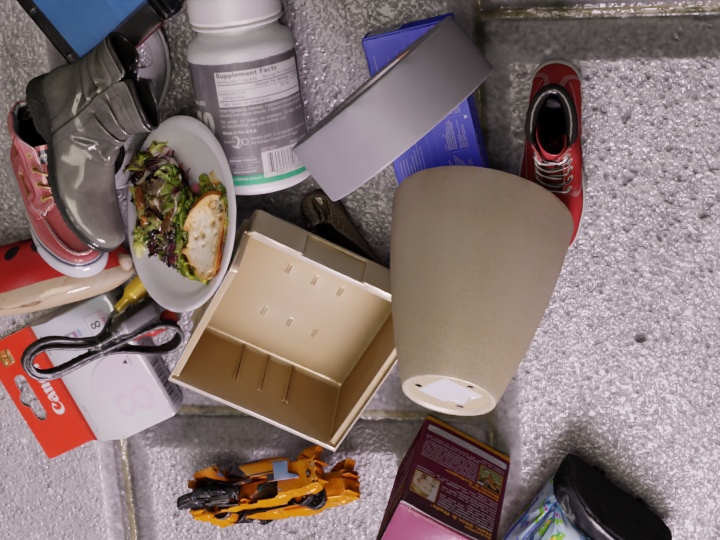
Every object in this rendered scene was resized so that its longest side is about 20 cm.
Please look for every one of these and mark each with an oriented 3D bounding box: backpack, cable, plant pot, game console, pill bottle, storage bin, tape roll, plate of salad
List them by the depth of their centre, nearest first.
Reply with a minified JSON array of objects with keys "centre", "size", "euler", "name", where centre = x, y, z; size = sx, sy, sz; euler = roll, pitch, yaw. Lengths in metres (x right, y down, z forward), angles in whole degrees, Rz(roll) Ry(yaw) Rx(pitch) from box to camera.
[{"centre":[0.029,-0.154,1.454],"size":[0.200,0.200,0.066],"euler":[-38,98,21],"name":"tape roll"},{"centre":[0.103,0.031,1.501],"size":[0.185,0.202,0.188],"euler":[11,154,5],"name":"plant pot"},{"centre":[-0.277,-0.321,1.527],"size":[0.200,0.118,0.172],"euler":[49,155,2],"name":"game console"},{"centre":[-0.116,-0.188,1.566],"size":[0.112,0.113,0.202],"euler":[-3,108,13],"name":"pill bottle"},{"centre":[-0.194,-0.058,1.566],"size":[0.199,0.048,0.203],"euler":[3,94,49],"name":"plate of salad"},{"centre":[-0.069,0.063,1.610],"size":[0.198,0.094,0.199],"euler":[24,131,-10],"name":"storage bin"},{"centre":[0.220,0.331,1.682],"size":[0.163,0.154,0.200],"euler":[39,125,-11],"name":"backpack"},{"centre":[-0.275,0.072,1.686],"size":[0.199,0.050,0.098],"euler":[-30,119,-10],"name":"cable"}]

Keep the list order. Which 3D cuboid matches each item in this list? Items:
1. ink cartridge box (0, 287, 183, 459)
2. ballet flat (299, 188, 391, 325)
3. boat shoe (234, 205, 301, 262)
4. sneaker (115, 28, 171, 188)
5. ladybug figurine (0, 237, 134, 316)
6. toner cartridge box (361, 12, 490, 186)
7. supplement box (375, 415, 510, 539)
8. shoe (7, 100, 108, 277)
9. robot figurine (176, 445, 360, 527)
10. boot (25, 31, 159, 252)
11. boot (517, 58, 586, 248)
[{"centre":[-0.325,0.126,1.759],"size":[0.199,0.057,0.164],"euler":[-26,103,14],"name":"ink cartridge box"},{"centre":[0.000,0.000,1.646],"size":[0.067,0.046,0.201],"euler":[-31,101,21],"name":"ballet flat"},{"centre":[-0.152,-0.030,1.654],"size":[0.198,0.072,0.066],"euler":[11,116,9],"name":"boat shoe"},{"centre":[-0.249,-0.174,1.614],"size":[0.074,0.082,0.202],"euler":[12,112,7],"name":"sneaker"},{"centre":[-0.339,-0.002,1.669],"size":[0.198,0.136,0.073],"euler":[-12,99,17],"name":"ladybug figurine"},{"centre":[0.072,-0.155,1.577],"size":[0.094,0.043,0.202],"euler":[-9,107,16],"name":"toner cartridge box"},{"centre":[0.088,0.254,1.636],"size":[0.110,0.200,0.086],"euler":[27,113,0],"name":"supplement box"},{"centre":[-0.323,-0.088,1.606],"size":[0.071,0.201,0.092],"euler":[-18,143,-21],"name":"shoe"},{"centre":[-0.107,0.248,1.723],"size":[0.198,0.145,0.059],"euler":[-14,65,27],"name":"robot figurine"},{"centre":[-0.254,-0.127,1.536],"size":[0.130,0.068,0.202],"euler":[-19,92,30],"name":"boot"},{"centre":[0.189,-0.096,1.520],"size":[0.072,0.144,0.202],"euler":[1,112,9],"name":"boot"}]
